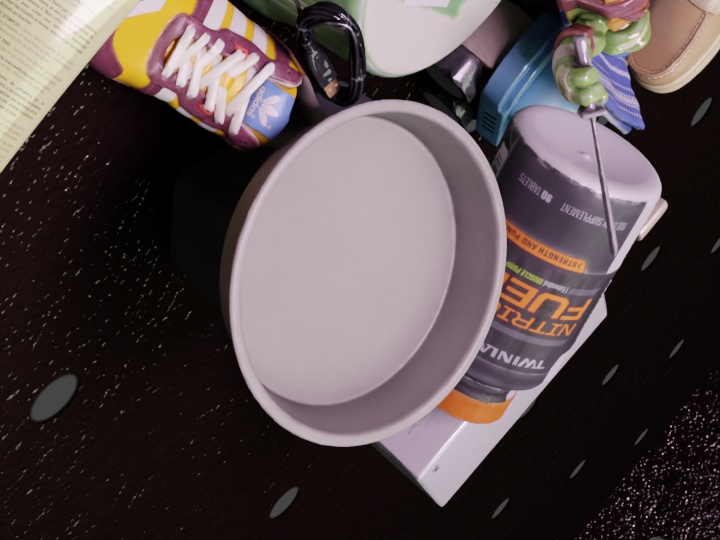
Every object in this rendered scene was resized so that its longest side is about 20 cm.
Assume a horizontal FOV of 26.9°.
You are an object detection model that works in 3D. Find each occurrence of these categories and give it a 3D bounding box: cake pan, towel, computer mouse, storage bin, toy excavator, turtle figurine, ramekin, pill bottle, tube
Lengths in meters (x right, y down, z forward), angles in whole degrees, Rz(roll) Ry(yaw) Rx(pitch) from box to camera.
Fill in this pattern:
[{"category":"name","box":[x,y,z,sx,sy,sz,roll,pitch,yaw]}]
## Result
[{"category":"cake pan","box":[0.000,0.000,0.867,0.199,0.037,0.203,-12,110,-35]},{"category":"towel","box":[0.156,-0.204,1.035,0.024,0.202,0.145,-14,167,22]},{"category":"computer mouse","box":[-0.051,-0.153,0.775,0.200,0.058,0.034,54,46,-38]},{"category":"storage bin","box":[-0.026,-0.026,0.995,0.199,0.134,0.146,-34,152,-33]},{"category":"toy excavator","box":[0.149,-0.109,1.120,0.100,0.200,0.195,-48,171,-6]},{"category":"turtle figurine","box":[0.169,-0.153,0.826,0.142,0.202,0.194,-16,150,9]},{"category":"ramekin","box":[0.026,-0.209,0.860,0.200,0.097,0.201,-41,156,-23]},{"category":"pill bottle","box":[0.104,0.003,0.974,0.106,0.106,0.201,-18,141,-52]},{"category":"tube","box":[-0.172,-0.094,0.722,0.201,0.052,0.058,-54,156,7]}]

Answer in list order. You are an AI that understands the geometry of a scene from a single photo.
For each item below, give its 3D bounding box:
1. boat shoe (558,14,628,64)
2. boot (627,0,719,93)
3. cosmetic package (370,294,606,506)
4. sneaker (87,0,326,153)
[{"category":"boat shoe","box":[0.209,-0.214,1.253,0.200,0.074,0.074,-25,138,-62]},{"category":"boot","box":[0.227,-0.236,1.057,0.155,0.073,0.201,20,103,-56]},{"category":"cosmetic package","box":[0.047,0.031,1.134,0.200,0.200,0.123,-48,157,-5]},{"category":"sneaker","box":[-0.080,-0.114,0.818,0.075,0.090,0.200,-55,157,12]}]
